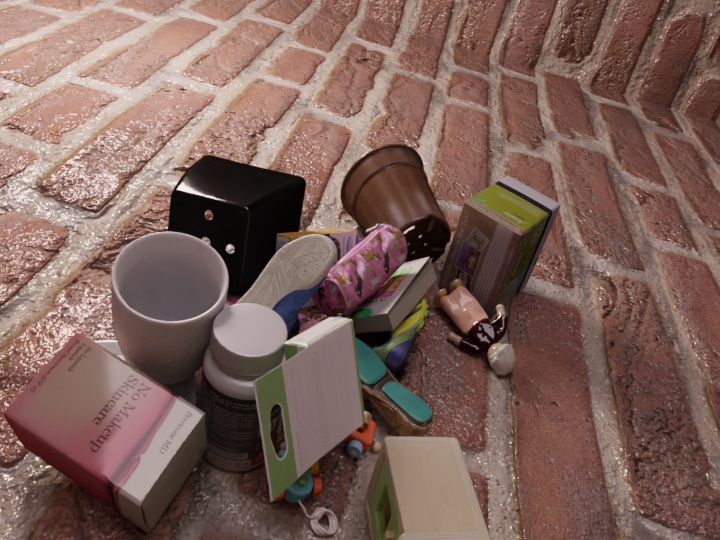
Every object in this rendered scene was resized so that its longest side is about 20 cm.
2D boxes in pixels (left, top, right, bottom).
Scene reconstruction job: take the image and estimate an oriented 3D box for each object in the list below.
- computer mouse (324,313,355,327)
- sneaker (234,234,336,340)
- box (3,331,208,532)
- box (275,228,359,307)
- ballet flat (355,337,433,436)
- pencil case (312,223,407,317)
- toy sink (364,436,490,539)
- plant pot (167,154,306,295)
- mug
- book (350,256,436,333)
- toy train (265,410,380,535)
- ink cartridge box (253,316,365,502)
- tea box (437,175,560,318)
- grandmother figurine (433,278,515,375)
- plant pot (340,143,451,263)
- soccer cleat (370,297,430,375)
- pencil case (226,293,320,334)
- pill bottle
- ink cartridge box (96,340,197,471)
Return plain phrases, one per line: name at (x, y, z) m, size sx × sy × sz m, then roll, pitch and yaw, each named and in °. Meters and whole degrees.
computer mouse at (-0.050, 0.133, 0.925) m, size 0.057 × 0.203 × 0.034 m, roll 27°, pitch 44°, yaw 8°
sneaker at (-0.106, 0.039, 0.950) m, size 0.076 × 0.112 × 0.200 m, roll 40°, pitch 82°, yaw 19°
box at (-0.298, 0.193, 0.784) m, size 0.196 × 0.110 × 0.129 m, roll 28°, pitch 54°, yaw 9°
box at (-0.069, -0.007, 1.121) m, size 0.040 × 0.124 × 0.198 m, roll 10°, pitch 11°, yaw 33°
ballet flat at (0.027, 0.186, 0.996) m, size 0.069 × 0.067 × 0.200 m, roll -19°, pitch 50°, yaw -39°
pencil case at (0.000, 0.000, 1.106) m, size 0.086 × 0.083 × 0.200 m, roll 42°, pitch 50°, yaw 6°
toy sink at (0.075, 0.323, 0.775) m, size 0.108 × 0.133 × 0.203 m, roll 4°, pitch 37°, yaw -14°
plant pot at (-0.217, -0.064, 1.068) m, size 0.193 × 0.207 × 0.177 m, roll 14°, pitch 15°, yaw 9°
mug at (-0.262, 0.045, 0.885) m, size 0.143 × 0.178 × 0.204 m, roll 1°, pitch 49°, yaw -19°
book at (0.041, 0.050, 1.162) m, size 0.130 × 0.049 × 0.200 m, roll -10°, pitch 21°, yaw 33°
toy train at (-0.044, 0.241, 0.880) m, size 0.148 × 0.056 × 0.202 m, roll 32°, pitch 38°, yaw -2°
ink cartridge box at (-0.069, 0.159, 0.791) m, size 0.047 × 0.151 × 0.198 m, roll 3°, pitch 17°, yaw 35°
tea box at (0.274, -0.049, 1.292) m, size 0.132 × 0.205 × 0.195 m, roll 33°, pitch 40°, yaw 25°
grandmother figurine at (0.218, 0.105, 1.186) m, size 0.120 × 0.061 × 0.202 m, roll -36°, pitch 53°, yaw 3°
plant pot at (0.082, -0.116, 1.332) m, size 0.194 × 0.204 × 0.201 m, roll -5°, pitch 47°, yaw -26°
soccer cleat at (0.068, 0.096, 1.131) m, size 0.082 × 0.066 × 0.202 m, roll 27°, pitch 38°, yaw 1°
pencil case at (-0.134, 0.106, 1.028) m, size 0.194 × 0.084 × 0.088 m, roll 19°, pitch 54°, yaw 5°
pill bottle at (-0.154, 0.154, 0.853) m, size 0.110 × 0.205 × 0.115 m, roll 9°, pitch 35°, yaw -7°
ink cartridge box at (-0.307, 0.192, 0.896) m, size 0.155 × 0.048 × 0.205 m, roll 2°, pitch 53°, yaw -20°
